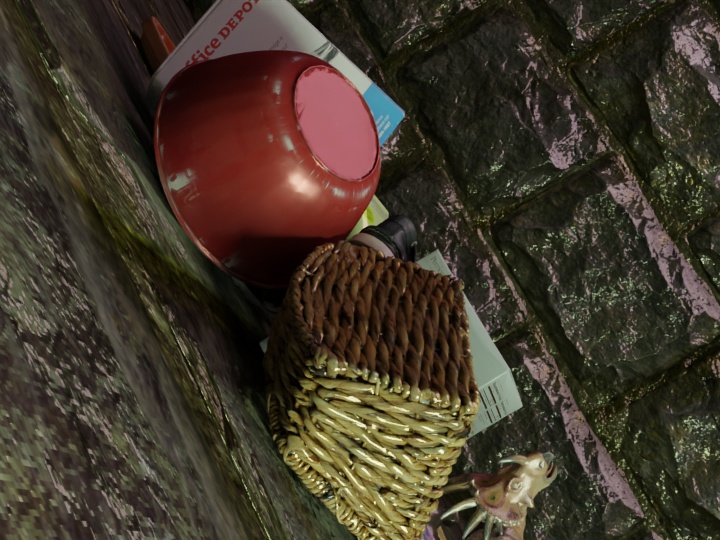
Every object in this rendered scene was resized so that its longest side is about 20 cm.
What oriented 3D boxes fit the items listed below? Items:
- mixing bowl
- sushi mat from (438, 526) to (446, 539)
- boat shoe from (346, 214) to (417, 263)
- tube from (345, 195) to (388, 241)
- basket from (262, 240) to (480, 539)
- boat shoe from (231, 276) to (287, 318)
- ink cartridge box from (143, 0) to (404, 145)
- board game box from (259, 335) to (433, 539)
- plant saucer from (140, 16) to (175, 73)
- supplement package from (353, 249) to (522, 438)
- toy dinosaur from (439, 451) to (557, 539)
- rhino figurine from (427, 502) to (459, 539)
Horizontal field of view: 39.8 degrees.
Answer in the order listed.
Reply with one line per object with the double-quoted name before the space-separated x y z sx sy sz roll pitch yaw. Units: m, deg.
"mixing bowl" -0.054 -0.098 0.798 0.199 0.108 0.203 26 54 -41
"sushi mat" 0.085 0.341 1.482 0.201 0.012 0.096 60 2 -25
"boat shoe" 0.015 0.023 0.887 0.074 0.066 0.201 29 -35 21
"tube" 0.000 0.000 1.028 0.058 0.051 0.202 115 -13 -57
"basket" -0.006 0.088 0.725 0.141 0.150 0.201 17 25 -6
"boat shoe" -0.072 0.011 0.905 0.066 0.071 0.200 66 4 34
"ink cartridge box" -0.082 -0.155 0.939 0.200 0.147 0.086 41 -14 -10
"board game box" -0.006 0.157 0.866 0.201 0.041 0.200 61 0 17
"plant saucer" -0.215 -0.214 1.224 0.202 0.032 0.200 62 1 -1
"supplement package" 0.067 0.123 1.254 0.192 0.199 0.147 60 0 29
"toy dinosaur" 0.092 0.246 0.827 0.085 0.201 0.136 12 -34 37
"rhino figurine" 0.057 0.247 1.002 0.087 0.060 0.201 26 30 -53
